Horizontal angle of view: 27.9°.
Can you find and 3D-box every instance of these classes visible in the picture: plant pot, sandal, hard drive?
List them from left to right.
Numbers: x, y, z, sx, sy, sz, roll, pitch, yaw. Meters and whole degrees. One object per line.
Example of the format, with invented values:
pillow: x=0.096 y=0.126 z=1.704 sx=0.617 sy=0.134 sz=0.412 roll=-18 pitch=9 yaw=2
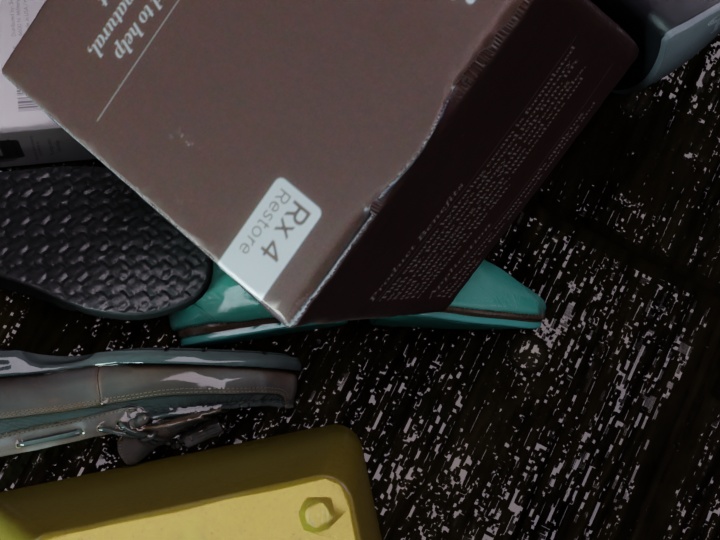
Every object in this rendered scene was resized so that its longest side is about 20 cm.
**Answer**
sandal: x=-0.168 y=-0.015 z=0.741 sx=0.200 sy=0.048 sz=0.076 roll=8 pitch=73 yaw=11
plant pot: x=-0.068 y=0.174 z=0.648 sx=0.199 sy=0.176 sz=0.200 roll=-10 pitch=79 yaw=-10
hard drive: x=0.116 y=-0.147 z=0.738 sx=0.135 sy=0.200 sz=0.042 roll=41 pitch=91 yaw=2

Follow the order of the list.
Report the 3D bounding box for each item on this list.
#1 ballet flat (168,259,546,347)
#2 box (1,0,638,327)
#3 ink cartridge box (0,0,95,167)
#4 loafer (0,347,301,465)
ballet flat: x=0.000 y=0.000 z=0.750 sx=0.199 sy=0.067 sz=0.071 roll=-2 pitch=86 yaw=-7
box: x=-0.005 y=-0.091 z=0.626 sx=0.164 sy=0.200 sz=0.166 roll=41 pitch=102 yaw=16
ink cartridge box: x=-0.220 y=-0.113 z=0.744 sx=0.199 sy=0.068 sz=0.116 roll=-5 pitch=78 yaw=-9
loafer: x=-0.129 y=0.072 z=0.720 sx=0.199 sy=0.072 sz=0.063 roll=-1 pitch=82 yaw=1
